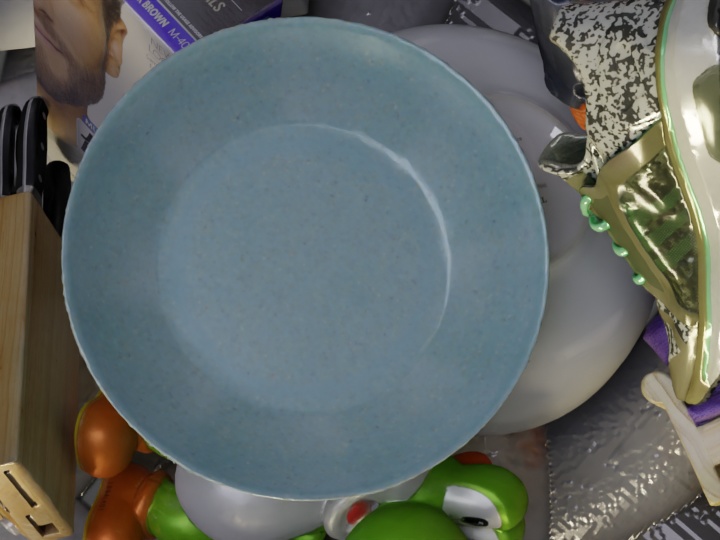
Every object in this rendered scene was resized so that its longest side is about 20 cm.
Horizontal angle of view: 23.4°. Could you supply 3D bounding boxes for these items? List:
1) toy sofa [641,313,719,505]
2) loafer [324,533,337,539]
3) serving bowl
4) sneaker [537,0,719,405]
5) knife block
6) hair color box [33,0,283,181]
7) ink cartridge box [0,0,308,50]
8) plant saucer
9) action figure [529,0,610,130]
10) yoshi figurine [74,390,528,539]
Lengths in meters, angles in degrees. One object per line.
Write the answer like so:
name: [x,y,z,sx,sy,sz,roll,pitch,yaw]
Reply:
toy sofa: [0.226,0.023,0.784,0.199,0.083,0.098,-26,78,12]
loafer: [-0.019,0.114,0.855,0.075,0.068,0.201,22,74,16]
serving bowl: [0.055,-0.030,0.798,0.199,0.066,0.201,6,69,-15]
sneaker: [0.119,-0.034,0.707,0.088,0.077,0.201,10,129,26]
knife block: [-0.163,0.009,0.816,0.200,0.064,0.176,27,67,35]
hair color box: [-0.102,-0.092,0.834,0.065,0.200,0.109,-36,72,-26]
ink cartridge box: [-0.138,-0.190,0.877,0.199,0.145,0.088,-6,63,16]
plant saucer: [-0.023,-0.004,0.724,0.200,0.039,0.202,1,79,-6]
action figure: [0.086,-0.139,0.749,0.104,0.200,0.194,-29,118,-6]
yoshi figurine: [-0.028,0.111,0.768,0.199,0.112,0.112,6,78,9]
